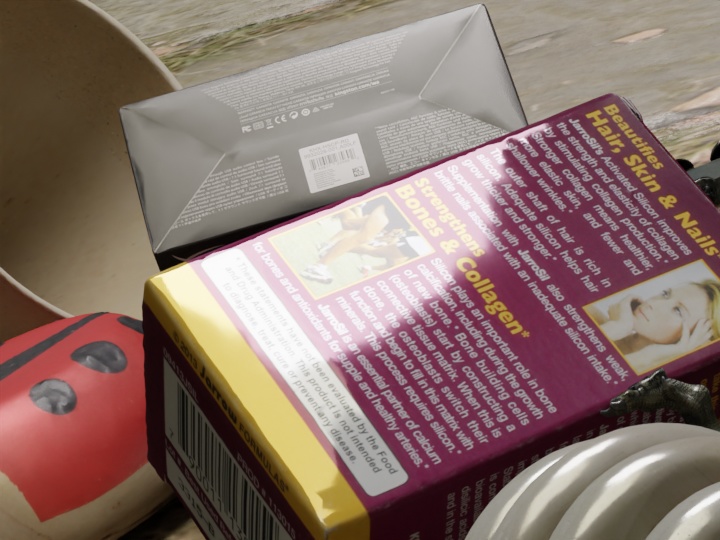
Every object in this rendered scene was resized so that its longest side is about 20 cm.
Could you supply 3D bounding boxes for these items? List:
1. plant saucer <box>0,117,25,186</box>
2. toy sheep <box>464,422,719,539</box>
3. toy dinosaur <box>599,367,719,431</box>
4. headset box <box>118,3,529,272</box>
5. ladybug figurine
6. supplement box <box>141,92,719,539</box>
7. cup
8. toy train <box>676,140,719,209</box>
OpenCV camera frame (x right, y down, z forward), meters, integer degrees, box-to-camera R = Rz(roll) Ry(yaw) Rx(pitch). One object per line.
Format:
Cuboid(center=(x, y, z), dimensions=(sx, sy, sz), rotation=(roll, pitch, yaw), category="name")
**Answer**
Cuboid(center=(-0.206, -0.035, 1.526), dimensions=(0.200, 0.032, 0.200), rotation=(-18, -12, -4), category="plant saucer")
Cuboid(center=(0.080, 0.107, 0.801), dimensions=(0.138, 0.138, 0.200), rotation=(-23, 13, -25), category="toy sheep")
Cuboid(center=(0.132, 0.059, 0.897), dimensions=(0.200, 0.088, 0.047), rotation=(-34, -3, 8), category="toy dinosaur")
Cuboid(center=(0.000, 0.000, 1.131), dimensions=(0.148, 0.200, 0.075), rotation=(-16, 56, 0), category="headset box")
Cuboid(center=(-0.137, 0.072, 1.179), dimensions=(0.135, 0.072, 0.200), rotation=(-3, 21, 36), category="ladybug figurine")
Cuboid(center=(0.039, 0.041, 0.994), dimensions=(0.200, 0.103, 0.131), rotation=(-21, 51, -21), category="supplement box")
Cuboid(center=(-0.180, -0.023, 1.367), dimensions=(0.143, 0.200, 0.200), rotation=(-35, 3, 35), category="cup")
Cuboid(center=(0.109, -0.008, 1.275), dimensions=(0.200, 0.046, 0.034), rotation=(-23, 30, -16), category="toy train")
